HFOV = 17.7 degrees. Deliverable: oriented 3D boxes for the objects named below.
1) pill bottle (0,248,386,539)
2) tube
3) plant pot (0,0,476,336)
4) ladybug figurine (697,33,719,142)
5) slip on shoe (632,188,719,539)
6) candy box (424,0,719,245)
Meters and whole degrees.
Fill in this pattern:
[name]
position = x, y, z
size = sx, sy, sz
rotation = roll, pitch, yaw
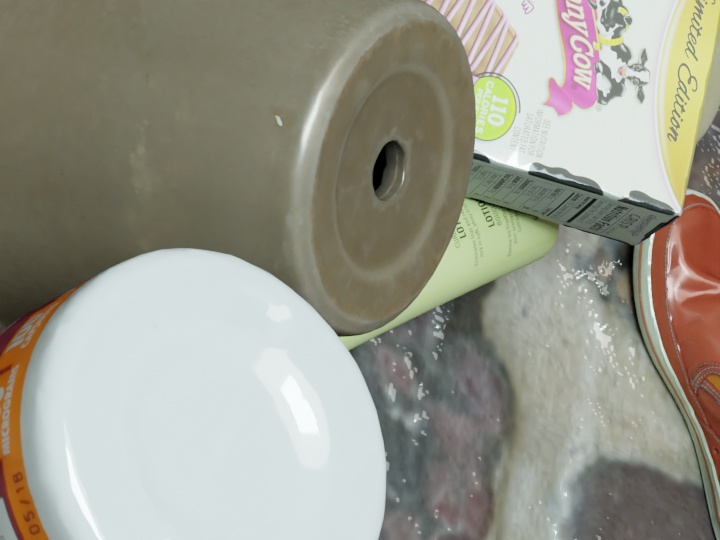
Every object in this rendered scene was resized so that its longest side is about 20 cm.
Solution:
[pill bottle]
position = -0.094, 0.075, 0.689
size = 0.114, 0.200, 0.114
rotation = 16, 62, -34
[tube]
position = 0.000, 0.000, 0.970
size = 0.200, 0.058, 0.052
rotation = -20, 128, -38
[plant pot]
position = -0.059, -0.051, 0.805
size = 0.200, 0.174, 0.200
rotation = -32, 129, -51
[ladybug figurine]
position = 0.087, -0.132, 1.055
size = 0.136, 0.072, 0.200
rotation = -25, 85, -15
[slip on shoe]
position = 0.185, 0.054, 1.093
size = 0.074, 0.061, 0.200
rotation = -10, 80, -39
[candy box]
position = 0.047, -0.104, 0.972
size = 0.200, 0.061, 0.137
rotation = 15, 76, -9
